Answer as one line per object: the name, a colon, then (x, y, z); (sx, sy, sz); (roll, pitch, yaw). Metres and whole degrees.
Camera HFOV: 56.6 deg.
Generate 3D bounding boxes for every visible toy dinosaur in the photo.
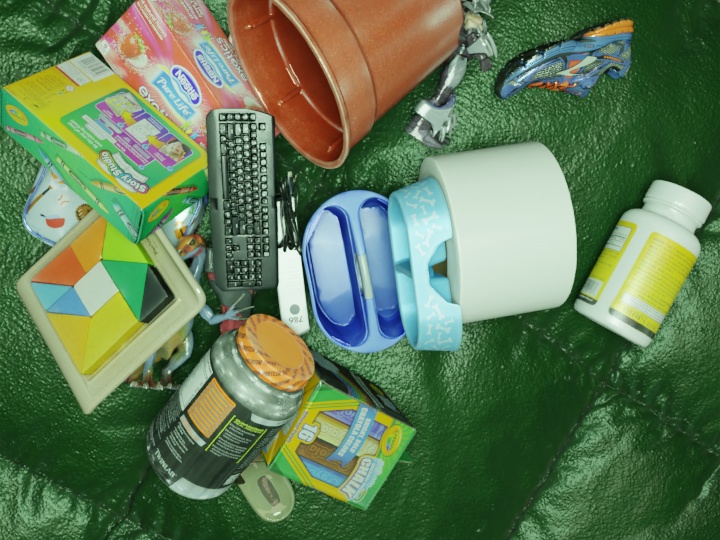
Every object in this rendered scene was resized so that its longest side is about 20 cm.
toy dinosaur: (-0.232, 0.049, 0.801); (0.197, 0.104, 0.186); (0, 79, 34)

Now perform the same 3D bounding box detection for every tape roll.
tape roll: (0.156, -0.045, 0.810); (0.136, 0.203, 0.207); (-9, 100, -6)

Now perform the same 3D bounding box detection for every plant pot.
plant pot: (-0.006, -0.249, 0.716); (0.194, 0.200, 0.203); (-37, 102, -19)

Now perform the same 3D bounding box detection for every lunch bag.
lunch bag: (-0.298, -0.075, 0.811); (0.197, 0.076, 0.163); (26, 99, -11)

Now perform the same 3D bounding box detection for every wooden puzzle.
wooden puzzle: (-0.285, 0.025, 0.737); (0.200, 0.037, 0.186); (-42, 71, 9)

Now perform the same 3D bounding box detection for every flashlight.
flashlight: (-0.168, 0.070, 0.853); (0.066, 0.068, 0.205); (3, 98, -8)

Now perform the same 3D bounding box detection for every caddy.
caddy: (0.000, 0.000, 0.844); (0.138, 0.105, 0.205); (-12, 100, -6)

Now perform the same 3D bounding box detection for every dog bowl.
dog bowl: (0.071, -0.002, 0.769); (0.048, 0.111, 0.205); (-10, 100, -9)

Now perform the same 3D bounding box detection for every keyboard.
keyboard: (-0.113, -0.072, 0.732); (0.102, 0.040, 0.204); (-5, 111, -15)

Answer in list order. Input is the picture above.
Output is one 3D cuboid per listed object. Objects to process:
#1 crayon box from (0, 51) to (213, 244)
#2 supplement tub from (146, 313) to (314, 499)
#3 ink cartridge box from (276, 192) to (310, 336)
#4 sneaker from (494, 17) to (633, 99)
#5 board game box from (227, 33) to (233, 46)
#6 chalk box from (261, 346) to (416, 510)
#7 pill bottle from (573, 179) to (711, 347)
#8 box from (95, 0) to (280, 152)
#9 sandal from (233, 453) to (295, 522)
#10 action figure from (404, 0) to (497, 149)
crayon box: (-0.269, -0.136, 0.720); (0.199, 0.119, 0.059); (40, 136, 4)
supplement tub: (-0.147, 0.154, 0.766); (0.122, 0.123, 0.201); (38, 110, -11)
ink cartridge box: (-0.089, 0.007, 0.838); (0.038, 0.099, 0.205); (-5, 101, -6)
sneaker: (0.266, -0.257, 0.857); (0.196, 0.075, 0.080); (-20, 105, -2)
board game box: (-0.050, -0.293, 0.824); (0.197, 0.040, 0.156); (24, 95, -11)
chalk box: (-0.022, 0.206, 0.855); (0.198, 0.125, 0.125); (33, 93, -26)
pill bottle: (0.379, -0.011, 0.890); (0.110, 0.111, 0.203); (27, 96, -11)
box: (-0.192, -0.212, 0.773); (0.099, 0.096, 0.202); (-27, 104, 31)
sandal: (-0.151, 0.255, 0.890); (0.079, 0.057, 0.202); (-36, 102, -1)
action figure: (0.119, -0.254, 0.815); (0.068, 0.131, 0.203); (20, 112, -6)
